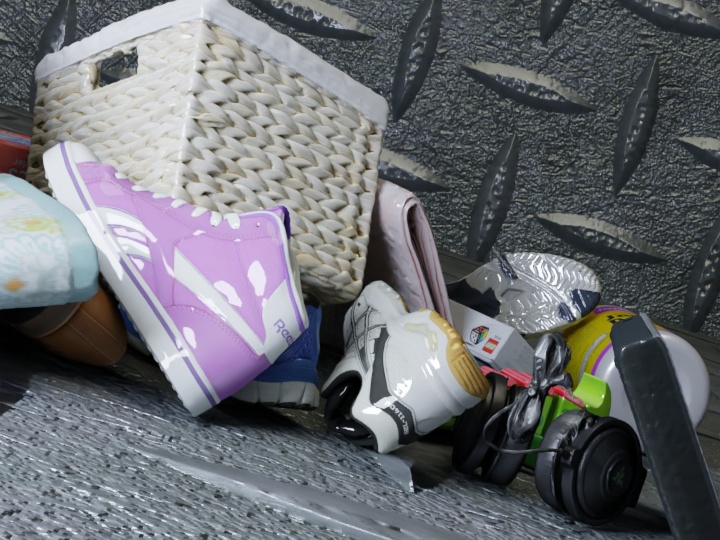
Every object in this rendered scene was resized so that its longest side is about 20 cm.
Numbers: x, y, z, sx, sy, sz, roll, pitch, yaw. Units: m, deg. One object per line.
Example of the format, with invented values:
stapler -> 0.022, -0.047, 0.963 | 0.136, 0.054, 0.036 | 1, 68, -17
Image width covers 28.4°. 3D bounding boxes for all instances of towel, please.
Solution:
towel -> 0.000, 0.000, 1.131 | 0.032, 0.193, 0.199 | -30, 33, -26
towel -> -0.247, -0.011, 0.770 | 0.169, 0.049, 0.199 | -9, 15, -25

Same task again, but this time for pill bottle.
pill bottle -> 0.232, 0.090, 1.282 | 0.103, 0.106, 0.200 | 17, 5, -10

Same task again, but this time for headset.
headset -> 0.117, 0.096, 0.880 | 0.122, 0.095, 0.200 | 19, -6, 19

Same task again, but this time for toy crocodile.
toy crocodile -> 0.109, 0.097, 1.022 | 0.198, 0.063, 0.067 | 14, 7, -38

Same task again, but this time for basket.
basket -> -0.113, -0.068, 1.023 | 0.196, 0.163, 0.199 | -11, -24, 41

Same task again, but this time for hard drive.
hard drive -> 0.192, 0.103, 0.892 | 0.032, 0.141, 0.200 | -18, -1, 10

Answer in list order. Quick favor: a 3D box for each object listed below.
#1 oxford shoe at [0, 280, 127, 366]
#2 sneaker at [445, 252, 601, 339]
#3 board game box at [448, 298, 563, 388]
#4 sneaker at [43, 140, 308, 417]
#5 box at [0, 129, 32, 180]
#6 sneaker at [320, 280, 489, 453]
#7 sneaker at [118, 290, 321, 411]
oxford shoe -> -0.196, 0.015, 0.886 | 0.071, 0.071, 0.200 | 45, -5, -30
sneaker -> 0.138, 0.042, 1.342 | 0.197, 0.081, 0.129 | -20, -17, 17
board game box -> 0.085, 0.064, 1.177 | 0.199, 0.035, 0.126 | 25, -16, 50
sneaker -> -0.103, -0.019, 0.849 | 0.201, 0.114, 0.073 | 52, -8, 23
box -> -0.273, -0.055, 1.090 | 0.198, 0.096, 0.102 | 13, 7, -44
sneaker -> 0.007, 0.062, 0.894 | 0.076, 0.087, 0.200 | 56, -9, -9
sneaker -> -0.086, 0.026, 0.921 | 0.078, 0.090, 0.199 | 13, 2, -43
